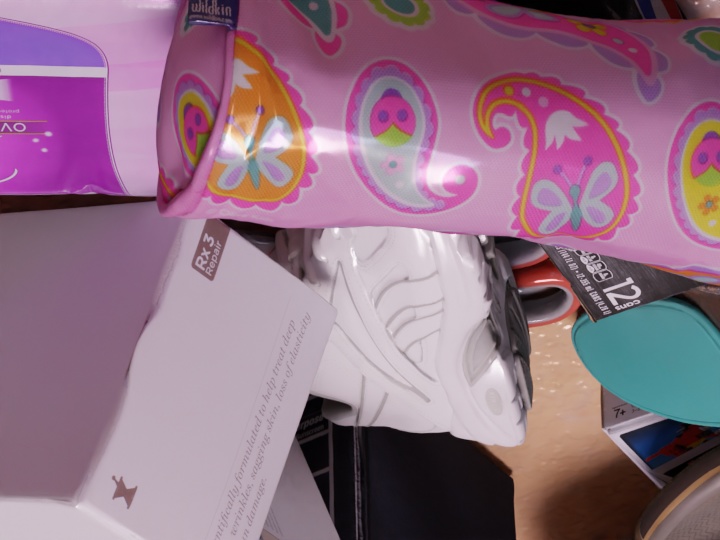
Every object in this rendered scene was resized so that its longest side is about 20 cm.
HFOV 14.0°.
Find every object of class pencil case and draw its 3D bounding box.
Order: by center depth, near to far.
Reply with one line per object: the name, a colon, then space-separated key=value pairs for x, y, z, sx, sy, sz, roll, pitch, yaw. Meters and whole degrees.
pencil case: x=0.037 y=-0.046 z=0.854 sx=0.199 sy=0.088 sz=0.088 roll=8 pitch=141 yaw=-16

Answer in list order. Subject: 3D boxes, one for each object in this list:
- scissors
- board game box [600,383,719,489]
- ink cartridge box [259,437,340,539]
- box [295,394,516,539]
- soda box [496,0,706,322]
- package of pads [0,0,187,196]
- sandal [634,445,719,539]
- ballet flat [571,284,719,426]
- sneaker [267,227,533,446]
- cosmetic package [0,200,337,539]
scissors: x=-0.017 y=0.000 z=1.068 sx=0.198 sy=0.014 sz=0.073 roll=-3 pitch=143 yaw=1
board game box: x=0.207 y=0.050 z=1.111 sx=0.199 sy=0.035 sz=0.126 roll=-20 pitch=137 yaw=27
ink cartridge box: x=-0.094 y=0.132 z=1.045 sx=0.175 sy=0.200 sz=0.084 roll=-42 pitch=129 yaw=12
box: x=-0.044 y=0.169 z=1.132 sx=0.199 sy=0.199 sz=0.123 roll=-24 pitch=138 yaw=27
soda box: x=0.064 y=-0.071 z=0.942 sx=0.070 sy=0.064 sz=0.200 roll=-19 pitch=138 yaw=20
package of pads: x=-0.120 y=-0.081 z=0.919 sx=0.198 sy=0.076 sz=0.121 roll=0 pitch=140 yaw=0
sandal: x=0.194 y=0.081 z=1.065 sx=0.199 sy=0.055 sz=0.082 roll=-15 pitch=157 yaw=16
ballet flat: x=0.151 y=0.016 z=1.029 sx=0.068 sy=0.067 sz=0.200 roll=58 pitch=156 yaw=-15
sneaker: x=0.000 y=0.000 z=1.000 sx=0.099 sy=0.078 sz=0.201 roll=-8 pitch=139 yaw=8
cosmetic package: x=-0.115 y=0.045 z=0.996 sx=0.199 sy=0.113 sz=0.081 roll=0 pitch=151 yaw=44
